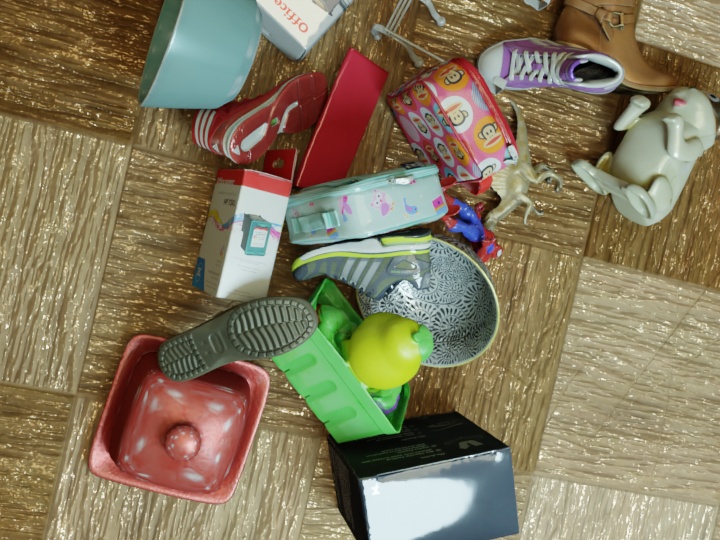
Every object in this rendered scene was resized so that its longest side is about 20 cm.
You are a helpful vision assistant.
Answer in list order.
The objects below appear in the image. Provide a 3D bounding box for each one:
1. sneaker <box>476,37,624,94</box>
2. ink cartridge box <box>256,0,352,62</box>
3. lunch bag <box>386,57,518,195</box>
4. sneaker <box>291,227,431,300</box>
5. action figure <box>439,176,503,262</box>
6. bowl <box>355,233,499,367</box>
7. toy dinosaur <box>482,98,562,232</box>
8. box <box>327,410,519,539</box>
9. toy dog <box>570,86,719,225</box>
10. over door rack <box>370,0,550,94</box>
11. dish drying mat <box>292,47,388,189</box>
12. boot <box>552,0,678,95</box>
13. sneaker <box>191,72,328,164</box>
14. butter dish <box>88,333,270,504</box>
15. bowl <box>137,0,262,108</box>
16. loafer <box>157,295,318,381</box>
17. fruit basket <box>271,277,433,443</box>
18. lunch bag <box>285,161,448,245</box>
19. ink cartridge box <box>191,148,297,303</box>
[{"bbox_3d":[0.255,-0.279,1.115,0.200,0.114,0.073,5,103,12],"label":"sneaker"},{"bbox_3d":[-0.067,-0.396,1.070,0.145,0.084,0.200,41,84,-12],"label":"ink cartridge box"},{"bbox_3d":[0.121,-0.177,1.071,0.082,0.200,0.176,-34,103,-8],"label":"lunch bag"},{"bbox_3d":[0.000,0.000,1.039,0.200,0.074,0.081,-8,95,31],"label":"sneaker"},{"bbox_3d":[0.154,-0.058,1.114,0.052,0.200,0.065,-18,63,18],"label":"action figure"},{"bbox_3d":[0.102,0.023,1.116,0.201,0.094,0.201,12,122,20],"label":"bowl"},{"bbox_3d":[0.233,-0.140,1.174,0.101,0.058,0.200,15,90,-13],"label":"toy dinosaur"},{"bbox_3d":[0.076,0.278,1.088,0.197,0.200,0.118,-8,96,-13],"label":"box"},{"bbox_3d":[0.439,-0.169,1.174,0.194,0.140,0.200,36,93,-35],"label":"toy dog"},{"bbox_3d":[0.134,-0.339,1.123,0.200,0.067,0.148,27,86,7],"label":"over door rack"},{"bbox_3d":[-0.027,-0.194,1.116,0.077,0.018,0.200,24,86,-39],"label":"dish drying mat"},{"bbox_3d":[0.377,-0.336,1.183,0.200,0.074,0.155,9,97,-11],"label":"boot"},{"bbox_3d":[-0.138,-0.214,1.069,0.200,0.115,0.078,-40,139,-42],"label":"sneaker"},{"bbox_3d":[-0.224,0.200,1.036,0.200,0.148,0.200,19,88,-14],"label":"butter dish"},{"bbox_3d":[-0.187,-0.276,0.996,0.105,0.201,0.201,18,89,-23],"label":"bowl"},{"bbox_3d":[-0.147,0.075,1.001,0.200,0.067,0.076,-16,98,6],"label":"loafer"},{"bbox_3d":[0.009,0.105,1.065,0.215,0.156,0.216,3,111,9],"label":"fruit basket"},{"bbox_3d":[0.000,-0.081,1.024,0.160,0.200,0.077,-13,94,-32],"label":"lunch bag"},{"bbox_3d":[-0.148,-0.064,1.049,0.067,0.116,0.200,12,90,-27],"label":"ink cartridge box"}]
